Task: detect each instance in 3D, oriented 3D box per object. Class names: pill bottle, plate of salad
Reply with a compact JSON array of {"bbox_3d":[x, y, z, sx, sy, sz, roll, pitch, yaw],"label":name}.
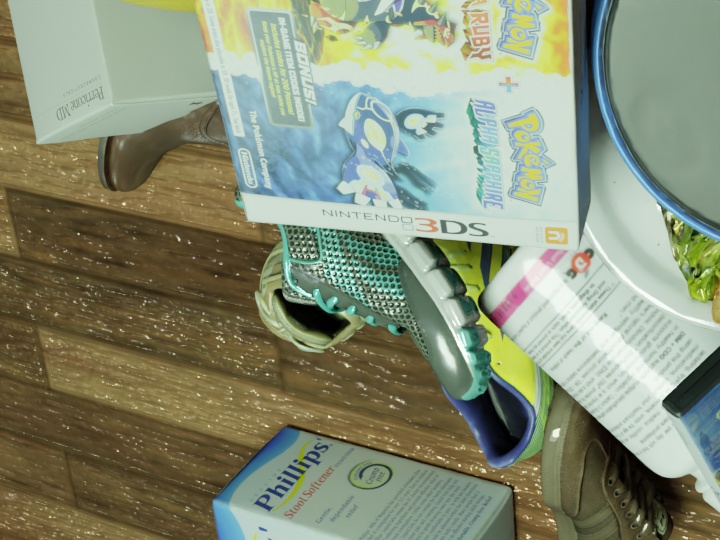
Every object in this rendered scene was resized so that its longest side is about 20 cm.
[{"bbox_3d":[0.174,0.045,0.909,0.200,0.113,0.114,43,133,6],"label":"pill bottle"},{"bbox_3d":[0.201,-0.066,0.820,0.198,0.048,0.202,2,96,18],"label":"plate of salad"}]

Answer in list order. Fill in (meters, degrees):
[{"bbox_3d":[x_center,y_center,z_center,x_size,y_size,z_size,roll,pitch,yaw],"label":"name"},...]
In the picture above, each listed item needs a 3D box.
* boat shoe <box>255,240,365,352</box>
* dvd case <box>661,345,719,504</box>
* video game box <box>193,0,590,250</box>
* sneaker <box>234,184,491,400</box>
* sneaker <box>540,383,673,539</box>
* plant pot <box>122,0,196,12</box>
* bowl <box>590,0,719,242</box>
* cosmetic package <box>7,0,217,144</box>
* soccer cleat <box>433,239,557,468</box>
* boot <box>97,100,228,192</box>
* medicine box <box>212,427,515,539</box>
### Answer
[{"bbox_3d":[-0.030,0.021,1.035,0.073,0.063,0.200,38,157,-13],"label":"boat shoe"},{"bbox_3d":[0.245,0.083,0.828,0.018,0.142,0.200,40,169,51],"label":"dvd case"},{"bbox_3d":[0.017,-0.098,0.758,0.180,0.047,0.201,3,138,13],"label":"video game box"},{"bbox_3d":[0.000,0.000,0.914,0.091,0.078,0.201,-36,72,7],"label":"sneaker"},{"bbox_3d":[0.160,0.140,1.000,0.075,0.071,0.201,3,141,17],"label":"sneaker"},{"bbox_3d":[-0.099,-0.213,0.805,0.199,0.142,0.202,18,125,28],"label":"plant pot"},{"bbox_3d":[0.199,-0.098,0.716,0.199,0.039,0.202,9,119,18],"label":"bowl"},{"bbox_3d":[-0.161,-0.188,0.970,0.107,0.084,0.202,-17,84,51],"label":"cosmetic package"},{"bbox_3d":[0.070,0.030,0.994,0.064,0.084,0.201,-13,109,40],"label":"soccer cleat"},{"bbox_3d":[-0.070,-0.066,1.056,0.199,0.064,0.187,36,135,5],"label":"boot"},{"bbox_3d":[0.009,0.235,1.155,0.198,0.103,0.184,11,123,29],"label":"medicine box"}]
